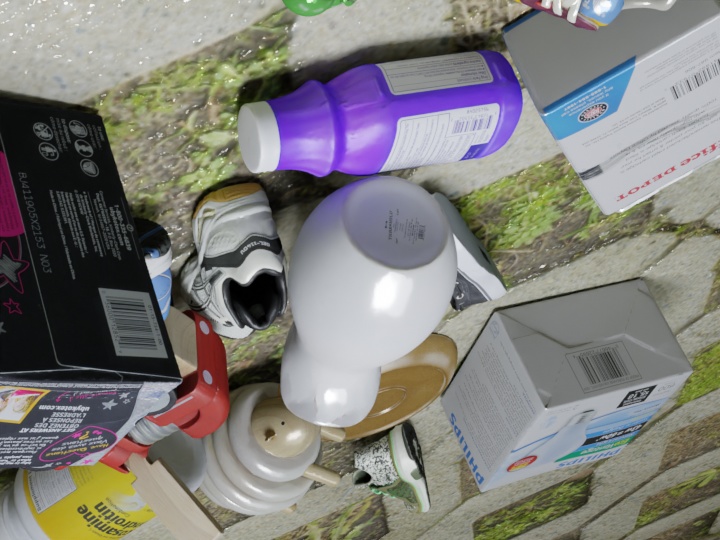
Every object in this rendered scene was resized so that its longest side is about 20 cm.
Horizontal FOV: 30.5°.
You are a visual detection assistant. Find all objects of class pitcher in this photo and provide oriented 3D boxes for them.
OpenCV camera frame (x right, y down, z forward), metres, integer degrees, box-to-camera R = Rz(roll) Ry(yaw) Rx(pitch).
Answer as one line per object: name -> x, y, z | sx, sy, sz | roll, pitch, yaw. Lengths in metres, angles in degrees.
pitcher -> 0.000, 0.000, 1.000 | 0.120, 0.173, 0.201 | 8, 146, -11

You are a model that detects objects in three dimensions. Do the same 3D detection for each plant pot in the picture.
plant pot -> 0.017, 0.132, 1.405 | 0.198, 0.028, 0.201 | -19, 153, -10

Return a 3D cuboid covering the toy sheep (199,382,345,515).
toy sheep -> -0.099, 0.177, 1.283 | 0.137, 0.139, 0.200 | -1, 151, -37

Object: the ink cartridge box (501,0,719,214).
ink cartridge box -> 0.209, -0.140, 0.995 | 0.144, 0.085, 0.200 | -29, 152, 12

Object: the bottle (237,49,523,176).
bottle -> 0.013, -0.106, 0.923 | 0.198, 0.066, 0.084 | -11, 155, -22

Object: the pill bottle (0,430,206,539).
pill bottle -> -0.248, 0.199, 1.221 | 0.199, 0.113, 0.112 | -34, 152, 20

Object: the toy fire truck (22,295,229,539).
toy fire truck -> -0.167, 0.133, 1.079 | 0.175, 0.130, 0.200 | -28, 139, 22

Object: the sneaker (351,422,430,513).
sneaker -> 0.033, 0.243, 1.591 | 0.088, 0.078, 0.201 | -10, 148, 4

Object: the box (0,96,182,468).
box -> -0.211, 0.008, 0.802 | 0.131, 0.202, 0.115 | 7, 143, -44

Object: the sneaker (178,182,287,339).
sneaker -> -0.097, 0.019, 1.041 | 0.075, 0.088, 0.201 | -18, 155, -13

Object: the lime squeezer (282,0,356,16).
lime squeezer -> -0.012, -0.193, 0.791 | 0.198, 0.038, 0.071 | -18, 121, -10

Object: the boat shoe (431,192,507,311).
boat shoe -> 0.074, -0.008, 1.159 | 0.066, 0.070, 0.200 | -29, 160, 9

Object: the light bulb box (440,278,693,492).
light bulb box -> 0.220, 0.128, 1.449 | 0.196, 0.126, 0.201 | -11, 150, -23

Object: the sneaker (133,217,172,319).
sneaker -> -0.227, 0.030, 0.950 | 0.198, 0.076, 0.078 | -15, 128, -11

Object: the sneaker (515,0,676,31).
sneaker -> 0.117, -0.190, 0.799 | 0.199, 0.090, 0.075 | -15, 149, -36
